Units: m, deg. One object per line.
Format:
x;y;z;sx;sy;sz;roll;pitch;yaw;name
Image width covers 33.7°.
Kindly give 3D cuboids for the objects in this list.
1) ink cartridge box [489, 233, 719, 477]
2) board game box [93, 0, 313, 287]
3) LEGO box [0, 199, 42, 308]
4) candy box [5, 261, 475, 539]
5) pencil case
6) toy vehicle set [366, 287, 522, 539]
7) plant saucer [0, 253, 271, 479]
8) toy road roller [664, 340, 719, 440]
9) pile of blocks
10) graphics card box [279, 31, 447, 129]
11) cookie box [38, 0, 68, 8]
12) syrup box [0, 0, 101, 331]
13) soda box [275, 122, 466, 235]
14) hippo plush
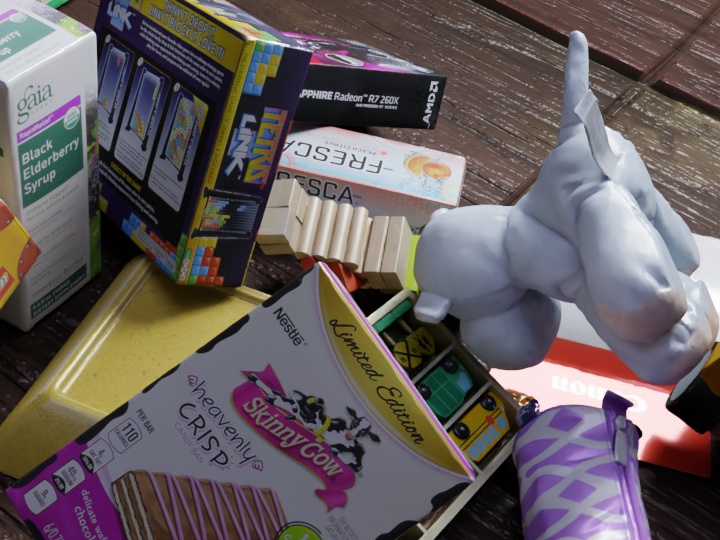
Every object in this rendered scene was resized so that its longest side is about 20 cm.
0.179;0.038;0.847;0.162;0.057;0.200;14;39;3;ink cartridge box
-0.126;-0.105;0.812;0.057;0.166;0.200;5;23;-40;board game box
-0.309;0.022;0.684;0.149;0.077;0.200;27;71;16;LEGO box
-0.059;0.109;0.610;0.200;0.061;0.137;-36;80;0;candy box
0.140;0.166;0.674;0.084;0.085;0.200;29;37;-30;pencil case
0.011;0.103;0.715;0.124;0.027;0.200;45;44;8;toy vehicle set
-0.103;0.070;0.754;0.199;0.049;0.200;19;44;9;plant saucer
0.291;0.050;0.730;0.123;0.200;0.146;37;72;6;toy road roller
0.000;0.000;0.829;0.199;0.082;0.062;17;59;-10;pile of blocks
-0.045;-0.153;0.936;0.199;0.051;0.125;-1;22;-40;graphics card box
-0.307;-0.332;1.115;0.171;0.075;0.200;26;45;16;cookie box
-0.222;-0.068;0.762;0.081;0.200;0.079;27;44;17;syrup box
-0.025;-0.064;0.894;0.199;0.069;0.064;13;42;4;soda box
0.110;0.003;0.723;0.160;0.200;0.160;-24;33;23;hippo plush
